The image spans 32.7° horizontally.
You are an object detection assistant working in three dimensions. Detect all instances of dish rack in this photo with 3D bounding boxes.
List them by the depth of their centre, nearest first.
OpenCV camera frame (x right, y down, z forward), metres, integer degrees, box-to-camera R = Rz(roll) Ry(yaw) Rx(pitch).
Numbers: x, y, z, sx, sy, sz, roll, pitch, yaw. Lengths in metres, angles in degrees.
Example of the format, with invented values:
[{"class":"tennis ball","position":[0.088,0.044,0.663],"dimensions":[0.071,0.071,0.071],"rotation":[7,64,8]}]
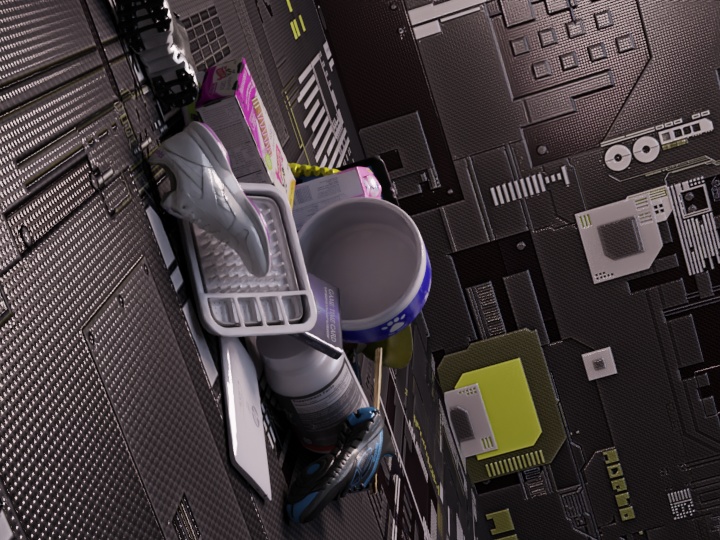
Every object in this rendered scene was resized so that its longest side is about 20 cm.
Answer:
[{"class":"dish rack","position":[-0.147,-0.010,1.515],"dimensions":[0.171,0.043,0.201],"rotation":[-1,71,-40]}]

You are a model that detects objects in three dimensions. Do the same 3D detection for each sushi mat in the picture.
[{"class":"sushi mat","position":[0.022,0.219,1.792],"dimensions":[0.096,0.012,0.201],"rotation":[87,6,-60]}]

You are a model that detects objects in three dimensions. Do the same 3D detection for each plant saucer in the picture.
[{"class":"plant saucer","position":[0.011,0.064,1.877],"dimensions":[0.200,0.031,0.201],"rotation":[47,-30,38]}]

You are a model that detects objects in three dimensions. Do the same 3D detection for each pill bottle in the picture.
[{"class":"pill bottle","position":[-0.067,0.153,1.709],"dimensions":[0.116,0.115,0.200],"rotation":[-97,168,-48]}]

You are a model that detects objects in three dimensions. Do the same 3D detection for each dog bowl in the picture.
[{"class":"dog bowl","position":[0.000,0.000,1.760],"dimensions":[0.079,0.199,0.201],"rotation":[60,16,-62]}]

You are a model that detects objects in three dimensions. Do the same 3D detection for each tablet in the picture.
[{"class":"tablet","position":[-0.143,0.173,1.520],"dimensions":[0.130,0.014,0.201],"rotation":[63,14,-54]}]

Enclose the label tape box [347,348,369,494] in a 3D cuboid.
[{"class":"label tape box","position":[-0.022,0.234,1.884],"dimensions":[0.200,0.066,0.144],"rotation":[83,-2,-54]}]

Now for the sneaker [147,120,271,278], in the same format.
[{"class":"sneaker","position":[-0.178,-0.071,1.456],"dimensions":[0.200,0.099,0.075],"rotation":[60,-16,-8]}]

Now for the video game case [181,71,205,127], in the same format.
[{"class":"video game case","position":[-0.191,-0.161,1.731],"dimensions":[0.200,0.045,0.182],"rotation":[44,32,-74]}]

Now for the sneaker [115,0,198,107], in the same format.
[{"class":"sneaker","position":[-0.255,-0.301,1.520],"dimensions":[0.200,0.066,0.091],"rotation":[70,5,-48]}]

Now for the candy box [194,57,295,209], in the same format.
[{"class":"candy box","position":[-0.150,-0.166,1.645],"dimensions":[0.137,0.061,0.201],"rotation":[-90,162,-59]}]

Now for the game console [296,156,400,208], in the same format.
[{"class":"game console","position":[-0.029,-0.071,2.094],"dimensions":[0.119,0.199,0.173],"rotation":[57,19,-60]}]

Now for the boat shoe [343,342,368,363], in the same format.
[{"class":"boat shoe","position":[-0.053,0.128,1.922],"dimensions":[0.075,0.075,0.202],"rotation":[64,-27,20]}]

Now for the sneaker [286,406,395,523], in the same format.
[{"class":"sneaker","position":[-0.019,0.274,1.641],"dimensions":[0.200,0.073,0.082],"rotation":[-45,116,-34]}]

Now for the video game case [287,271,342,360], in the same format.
[{"class":"video game case","position":[-0.110,0.026,1.610],"dimensions":[0.200,0.019,0.143],"rotation":[30,29,-22]}]

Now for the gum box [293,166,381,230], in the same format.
[{"class":"gum box","position":[-0.070,-0.103,1.877],"dimensions":[0.113,0.199,0.066],"rotation":[-30,103,-79]}]

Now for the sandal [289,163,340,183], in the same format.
[{"class":"sandal","position":[-0.082,-0.127,1.981],"dimensions":[0.079,0.199,0.087],"rotation":[12,86,-68]}]
